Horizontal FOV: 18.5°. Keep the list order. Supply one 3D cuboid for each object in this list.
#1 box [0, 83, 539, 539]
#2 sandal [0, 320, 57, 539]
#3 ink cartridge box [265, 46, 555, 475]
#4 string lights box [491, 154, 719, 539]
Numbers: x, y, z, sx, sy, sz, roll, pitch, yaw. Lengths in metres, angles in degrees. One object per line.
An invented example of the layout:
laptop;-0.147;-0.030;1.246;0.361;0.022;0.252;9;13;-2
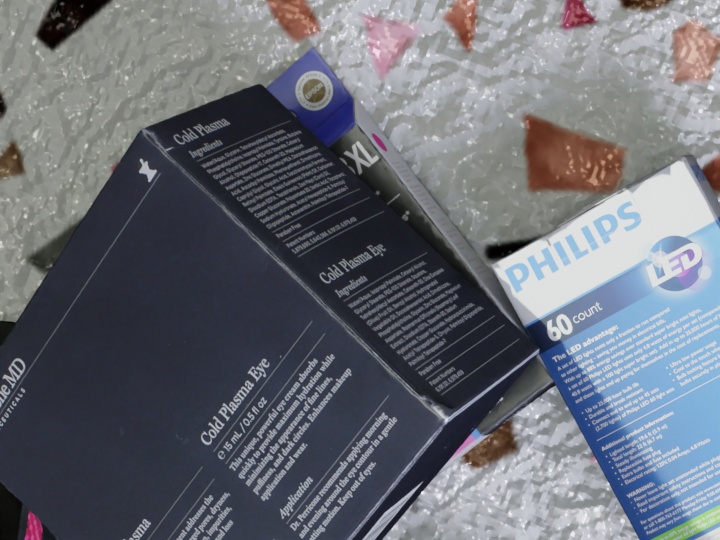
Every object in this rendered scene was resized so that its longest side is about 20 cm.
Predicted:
box;-0.056;0.054;1.000;0.182;0.104;0.200;44;120;9
sandal;-0.185;0.126;1.098;0.075;0.045;0.201;-1;93;14
ink cartridge box;0.000;0.000;1.050;0.095;0.037;0.200;-39;82;14
string lights box;0.153;0.059;1.000;0.102;0.059;0.201;-29;86;14
